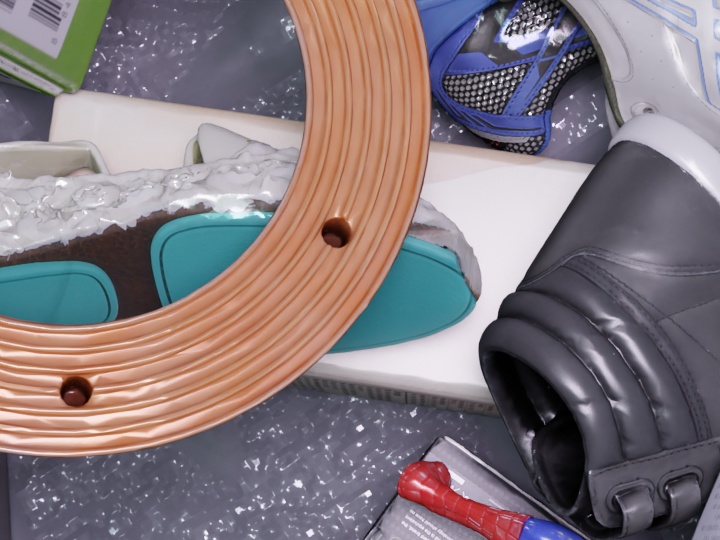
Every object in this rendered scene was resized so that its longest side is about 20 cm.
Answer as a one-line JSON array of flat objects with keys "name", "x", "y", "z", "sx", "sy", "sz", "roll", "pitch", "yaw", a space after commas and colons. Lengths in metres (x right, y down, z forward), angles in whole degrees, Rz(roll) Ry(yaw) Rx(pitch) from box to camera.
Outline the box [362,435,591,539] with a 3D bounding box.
[{"name": "box", "x": 0.059, "y": 0.174, "z": 0.833, "sx": 0.200, "sy": 0.044, "sz": 0.160, "roll": 35, "pitch": 87, "yaw": 5}]

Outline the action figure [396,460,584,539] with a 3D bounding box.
[{"name": "action figure", "x": 0.107, "y": 0.121, "z": 0.790, "sx": 0.200, "sy": 0.099, "sz": 0.065, "roll": 21, "pitch": 87, "yaw": 26}]

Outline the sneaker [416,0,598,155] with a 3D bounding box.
[{"name": "sneaker", "x": 0.102, "y": -0.109, "z": 0.854, "sx": 0.200, "sy": 0.075, "sz": 0.079, "roll": -33, "pitch": 93, "yaw": 6}]

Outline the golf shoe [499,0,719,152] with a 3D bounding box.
[{"name": "golf shoe", "x": 0.125, "y": -0.059, "z": 0.780, "sx": 0.200, "sy": 0.078, "sz": 0.097, "roll": 47, "pitch": 115, "yaw": 19}]

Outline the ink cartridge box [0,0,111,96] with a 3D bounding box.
[{"name": "ink cartridge box", "x": -0.160, "y": -0.151, "z": 0.814, "sx": 0.200, "sy": 0.076, "sz": 0.148, "roll": 16, "pitch": 84, "yaw": 31}]

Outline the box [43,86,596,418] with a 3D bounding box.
[{"name": "box", "x": 0.000, "y": 0.000, "z": 0.828, "sx": 0.199, "sy": 0.095, "sz": 0.078, "roll": 8, "pitch": 84, "yaw": 1}]

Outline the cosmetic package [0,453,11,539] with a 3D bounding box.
[{"name": "cosmetic package", "x": -0.170, "y": 0.079, "z": 0.771, "sx": 0.107, "sy": 0.200, "sz": 0.090, "roll": -5, "pitch": 83, "yaw": 3}]

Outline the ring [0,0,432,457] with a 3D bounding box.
[{"name": "ring", "x": -0.080, "y": -0.047, "z": 0.704, "sx": 0.200, "sy": 0.019, "sz": 0.201, "roll": 2, "pitch": 76, "yaw": -7}]

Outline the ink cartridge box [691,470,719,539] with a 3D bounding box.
[{"name": "ink cartridge box", "x": 0.167, "y": 0.137, "z": 0.699, "sx": 0.199, "sy": 0.041, "sz": 0.200, "roll": 26, "pitch": 81, "yaw": -10}]

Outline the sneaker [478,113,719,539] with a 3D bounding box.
[{"name": "sneaker", "x": 0.111, "y": 0.061, "z": 0.750, "sx": 0.099, "sy": 0.071, "sz": 0.200, "roll": -43, "pitch": 97, "yaw": -16}]

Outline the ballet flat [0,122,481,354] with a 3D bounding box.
[{"name": "ballet flat", "x": -0.066, "y": -0.014, "z": 0.755, "sx": 0.199, "sy": 0.072, "sz": 0.072, "roll": -3, "pitch": 84, "yaw": -1}]
